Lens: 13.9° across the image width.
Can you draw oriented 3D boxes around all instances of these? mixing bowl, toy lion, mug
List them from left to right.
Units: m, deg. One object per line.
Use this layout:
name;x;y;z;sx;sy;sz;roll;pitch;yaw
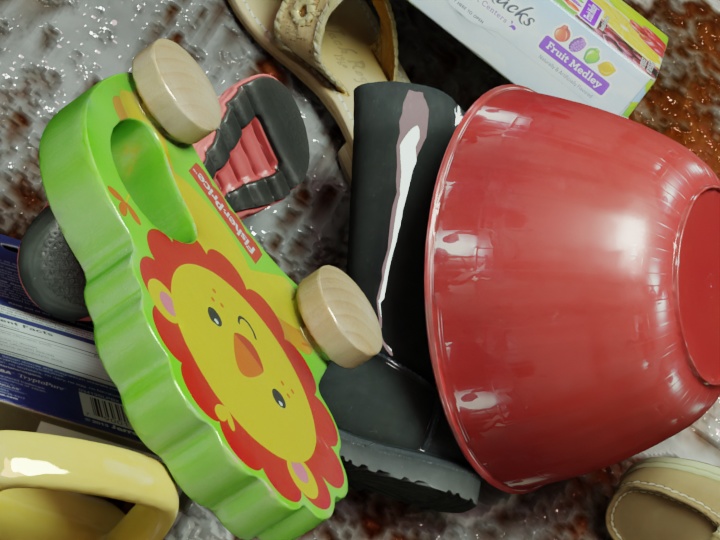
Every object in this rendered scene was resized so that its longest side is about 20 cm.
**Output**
mug;-0.156;0.144;1.224;0.153;0.186;0.150;13;81;-31
toy lion;-0.070;0.016;1.252;0.200;0.069;0.192;55;20;-7
mixing bowl;0.122;0.009;1.429;0.200;0.108;0.201;3;87;-60

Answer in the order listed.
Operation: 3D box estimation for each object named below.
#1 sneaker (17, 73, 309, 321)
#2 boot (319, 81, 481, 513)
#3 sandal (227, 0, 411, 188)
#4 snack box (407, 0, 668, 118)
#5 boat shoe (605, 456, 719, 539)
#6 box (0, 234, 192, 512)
sneaker;-0.106;-0.025;1.409;0.200;0.087;0.074;-37;109;-48
boot;0.001;0.000;1.430;0.164;0.066;0.201;20;71;-32
sandal;-0.001;-0.122;1.537;0.077;0.070;0.212;-18;70;-35
snack box;0.069;-0.155;1.566;0.200;0.053;0.142;38;15;-1
boat shoe;0.193;0.159;1.427;0.200;0.074;0.066;31;37;29
box;-0.141;0.038;1.340;0.121;0.033;0.200;18;19;-18
